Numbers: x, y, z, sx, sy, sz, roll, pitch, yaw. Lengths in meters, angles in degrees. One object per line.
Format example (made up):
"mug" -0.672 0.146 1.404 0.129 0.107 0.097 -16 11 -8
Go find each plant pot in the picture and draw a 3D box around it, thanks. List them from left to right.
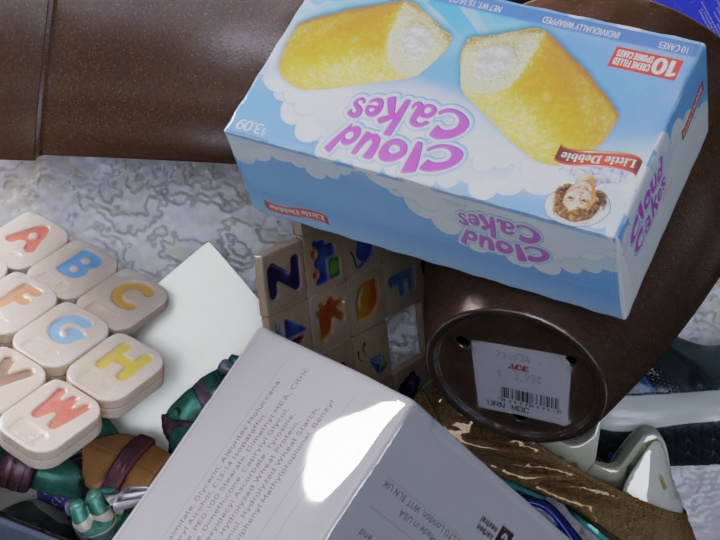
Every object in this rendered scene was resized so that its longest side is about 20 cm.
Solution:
"plant pot" -0.119 -0.145 0.887 0.198 0.200 0.201 7 87 -10
"plant pot" 0.110 -0.013 0.845 0.187 0.187 0.200 27 49 -1

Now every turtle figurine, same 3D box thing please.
"turtle figurine" -0.127 0.108 0.880 0.199 0.150 0.101 21 123 10

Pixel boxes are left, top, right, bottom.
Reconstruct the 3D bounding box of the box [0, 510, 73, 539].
"box" -0.186 0.218 0.859 0.200 0.051 0.158 32 77 -38

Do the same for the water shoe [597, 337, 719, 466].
"water shoe" 0.145 0.072 0.953 0.199 0.072 0.079 2 53 5

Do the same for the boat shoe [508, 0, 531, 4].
"boat shoe" 0.085 -0.182 0.953 0.200 0.066 0.072 -29 89 -4

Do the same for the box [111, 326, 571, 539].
"box" -0.012 0.171 0.792 0.199 0.131 0.200 43 76 -39

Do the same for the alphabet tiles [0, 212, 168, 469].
"alphabet tiles" -0.209 0.034 0.877 0.200 0.015 0.196 28 43 26

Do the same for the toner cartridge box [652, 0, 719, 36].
"toner cartridge box" 0.193 -0.116 0.937 0.095 0.043 0.200 -35 108 -3

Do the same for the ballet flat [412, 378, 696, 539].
"ballet flat" 0.123 0.106 0.892 0.200 0.068 0.072 30 98 -7

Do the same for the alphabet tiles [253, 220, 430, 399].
"alphabet tiles" 0.000 0.000 0.881 0.008 0.167 0.201 7 111 37

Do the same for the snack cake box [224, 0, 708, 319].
"snack cake box" 0.051 -0.065 0.760 0.200 0.067 0.115 16 61 23

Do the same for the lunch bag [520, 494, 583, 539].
"lunch bag" 0.059 0.230 0.931 0.200 0.076 0.160 -34 87 -5

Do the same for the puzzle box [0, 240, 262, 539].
"puzzle box" -0.123 0.096 0.951 0.200 0.025 0.133 -40 90 -4

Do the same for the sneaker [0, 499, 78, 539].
"sneaker" -0.221 0.223 0.902 0.075 0.079 0.200 29 95 2
